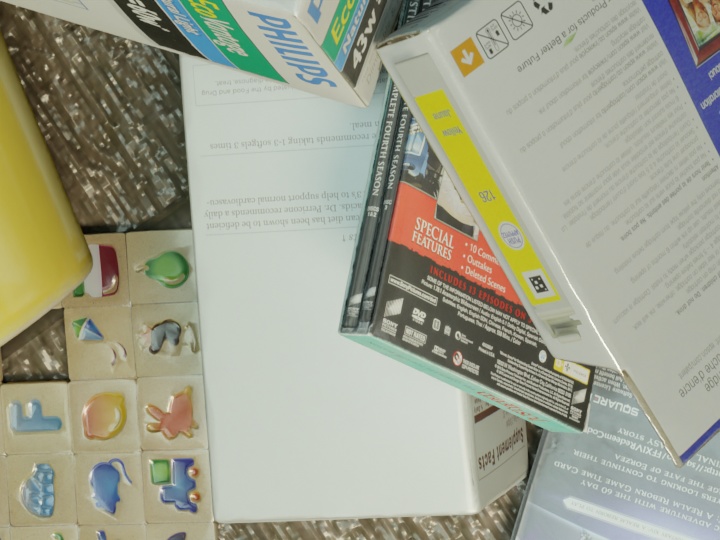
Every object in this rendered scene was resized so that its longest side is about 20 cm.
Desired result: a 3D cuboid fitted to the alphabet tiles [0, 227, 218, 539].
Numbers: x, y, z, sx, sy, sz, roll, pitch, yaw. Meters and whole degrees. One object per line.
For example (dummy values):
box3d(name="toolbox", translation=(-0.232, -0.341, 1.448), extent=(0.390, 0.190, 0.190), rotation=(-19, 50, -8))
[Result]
box3d(name="alphabet tiles", translation=(-0.115, 0.083, 1.353), extent=(0.166, 0.008, 0.202), rotation=(-3, 95, 14))

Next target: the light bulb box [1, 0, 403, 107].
box3d(name="light bulb box", translation=(-0.066, -0.193, 1.136), extent=(0.199, 0.125, 0.199), rotation=(18, 82, 16))

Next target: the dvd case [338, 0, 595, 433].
box3d(name="dvd case", translation=(0.061, -0.049, 1.200), extent=(0.022, 0.146, 0.201), rotation=(0, 74, 42))

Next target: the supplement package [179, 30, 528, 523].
box3d(name="supplement package", translation=(0.000, 0.000, 1.259), extent=(0.116, 0.117, 0.202), rotation=(-3, 94, 15))

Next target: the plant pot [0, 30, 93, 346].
box3d(name="plant pot", translation=(-0.219, -0.044, 1.276), extent=(0.200, 0.201, 0.190), rotation=(-30, 99, 15))

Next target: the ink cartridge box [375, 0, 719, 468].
box3d(name="ink cartridge box", translation=(0.127, -0.056, 1.188), extent=(0.047, 0.197, 0.201), rotation=(-9, 115, 53))

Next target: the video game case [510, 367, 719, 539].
box3d(name="video game case", translation=(0.139, 0.119, 1.288), extent=(0.142, 0.019, 0.201), rotation=(18, 100, 12))
